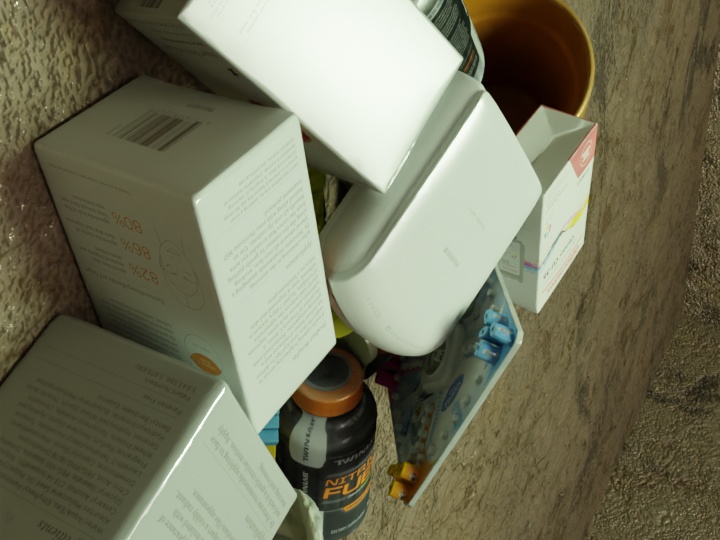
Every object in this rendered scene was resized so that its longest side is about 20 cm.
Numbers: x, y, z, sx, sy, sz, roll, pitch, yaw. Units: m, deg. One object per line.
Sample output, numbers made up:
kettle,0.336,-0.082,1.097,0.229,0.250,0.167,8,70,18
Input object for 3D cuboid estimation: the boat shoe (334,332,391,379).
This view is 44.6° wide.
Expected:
boat shoe,0.006,0.065,0.892,0.062,0.072,0.200,-35,173,-17

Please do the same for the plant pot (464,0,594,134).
plant pot,0.161,-0.192,1.015,0.183,0.196,0.204,56,55,-74

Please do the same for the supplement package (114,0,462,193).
supplement package,-0.046,-0.165,0.618,0.199,0.120,0.121,36,83,-37

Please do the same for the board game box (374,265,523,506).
board game box,0.070,0.079,0.821,0.201,0.025,0.202,-98,-148,-60

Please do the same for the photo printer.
photo printer,0.054,-0.033,0.709,0.202,0.069,0.166,-55,142,-6

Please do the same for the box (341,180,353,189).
box,-0.017,-0.141,0.780,0.075,0.050,0.200,-45,135,-2

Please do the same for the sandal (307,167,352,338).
sandal,-0.057,-0.041,0.772,0.087,0.078,0.204,-149,-138,-79

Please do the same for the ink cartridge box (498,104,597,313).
ink cartridge box,0.179,-0.045,0.887,0.117,0.067,0.202,-48,148,-31

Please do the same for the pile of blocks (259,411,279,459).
pile of blocks,-0.104,0.101,0.789,0.082,0.061,0.205,-116,-153,-68

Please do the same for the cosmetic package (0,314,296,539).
cosmetic package,-0.176,0.175,0.599,0.202,0.162,0.166,-57,147,-29

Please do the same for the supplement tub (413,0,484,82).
supplement tub,0.036,-0.233,0.815,0.125,0.120,0.200,-66,152,-12

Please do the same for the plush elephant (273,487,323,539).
plush elephant,-0.111,0.264,0.772,0.199,0.152,0.168,-32,132,-50

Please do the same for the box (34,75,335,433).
box,-0.115,-0.012,0.623,0.106,0.150,0.203,-45,142,-38

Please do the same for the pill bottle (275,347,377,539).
pill bottle,-0.037,0.173,0.887,0.106,0.105,0.203,-44,149,-42
